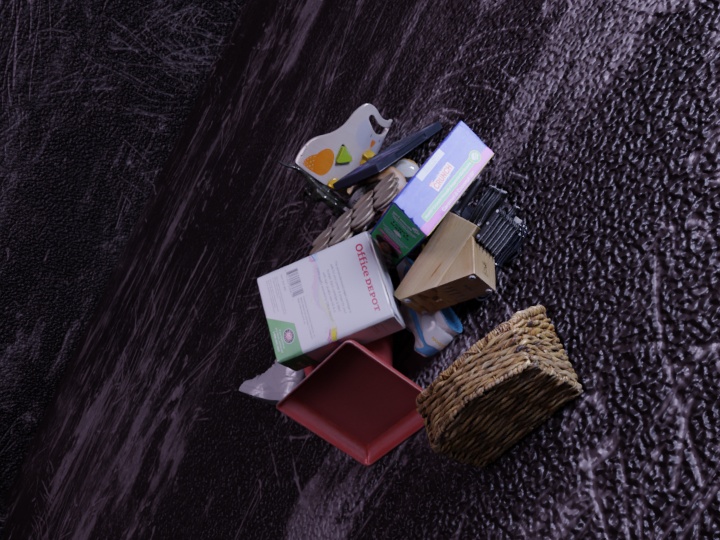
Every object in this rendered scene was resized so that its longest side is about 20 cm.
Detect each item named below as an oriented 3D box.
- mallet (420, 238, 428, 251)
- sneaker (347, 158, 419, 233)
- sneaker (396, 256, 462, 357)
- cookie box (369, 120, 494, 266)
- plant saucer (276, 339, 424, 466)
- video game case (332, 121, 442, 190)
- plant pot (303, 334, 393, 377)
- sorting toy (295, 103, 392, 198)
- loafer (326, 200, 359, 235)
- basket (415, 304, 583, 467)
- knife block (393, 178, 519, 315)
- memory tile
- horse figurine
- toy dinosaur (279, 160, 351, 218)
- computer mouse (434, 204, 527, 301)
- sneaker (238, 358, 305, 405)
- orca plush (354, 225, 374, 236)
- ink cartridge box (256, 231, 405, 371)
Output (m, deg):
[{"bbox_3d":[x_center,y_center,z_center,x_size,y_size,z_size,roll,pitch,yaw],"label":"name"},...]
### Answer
[{"bbox_3d":[0.116,-0.060,1.213,0.066,0.041,0.201,-49,28,20],"label":"mallet"},{"bbox_3d":[0.039,-0.129,1.363,0.200,0.075,0.089,-44,37,34],"label":"sneaker"},{"bbox_3d":[0.094,0.053,1.155,0.081,0.076,0.202,-45,37,18],"label":"sneaker"},{"bbox_3d":[0.103,-0.111,1.084,0.172,0.075,0.200,-49,-1,-15],"label":"cookie box"},{"bbox_3d":[-0.001,0.205,1.101,0.200,0.198,0.037,-44,20,31],"label":"plant saucer"},{"bbox_3d":[0.052,-0.220,1.345,0.199,0.019,0.142,-40,15,-35],"label":"video game case"},{"bbox_3d":[-0.026,0.120,1.205,0.199,0.198,0.181,-36,50,39],"label":"plant pot"},{"bbox_3d":[-0.007,-0.249,1.436,0.106,0.199,0.182,40,103,26],"label":"sorting toy"},{"bbox_3d":[-0.059,-0.051,1.463,0.071,0.072,0.204,15,82,59],"label":"loafer"},{"bbox_3d":[0.163,0.137,0.930,0.200,0.141,0.151,-46,37,28],"label":"basket"},{"bbox_3d":[0.146,-0.043,1.064,0.197,0.064,0.179,-22,51,34],"label":"knife block"},{"bbox_3d":[-0.011,-0.086,1.188,0.199,0.017,0.154,-41,15,13],"label":"memory tile"},{"bbox_3d":[0.047,-0.133,1.266,0.131,0.050,0.202,-30,42,13],"label":"horse figurine"},{"bbox_3d":[-0.079,-0.150,1.389,0.048,0.199,0.088,-52,2,-8],"label":"toy dinosaur"},{"bbox_3d":[0.173,-0.054,1.129,0.140,0.052,0.200,-60,32,12],"label":"computer mouse"},{"bbox_3d":[-0.175,0.221,1.472,0.197,0.073,0.118,-3,65,46],"label":"sneaker"},{"bbox_3d":[0.008,-0.045,1.359,0.198,0.070,0.107,-26,49,47],"label":"orca plush"},{"bbox_3d":[-0.045,0.050,1.093,0.197,0.087,0.148,-23,67,11],"label":"ink cartridge box"}]
